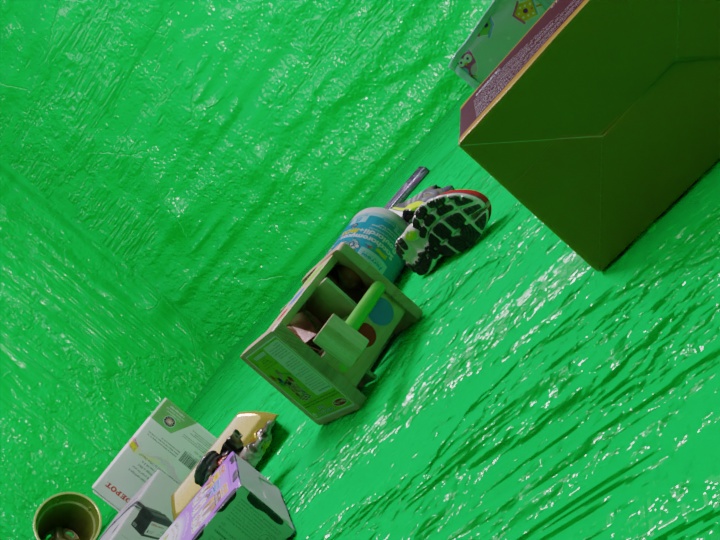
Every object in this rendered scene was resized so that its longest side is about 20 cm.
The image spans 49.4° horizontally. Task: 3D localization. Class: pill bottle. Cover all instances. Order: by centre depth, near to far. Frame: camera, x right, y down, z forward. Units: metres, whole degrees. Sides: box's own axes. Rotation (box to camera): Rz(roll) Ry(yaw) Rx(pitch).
[{"bbox_3d":[0.000,0.000,1.157,0.111,0.111,0.200,-43,9,42],"label":"pill bottle"}]

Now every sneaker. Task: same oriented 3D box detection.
[{"bbox_3d":[0.107,-0.064,0.976,0.085,0.077,0.200,-47,5,-26],"label":"sneaker"},{"bbox_3d":[0.103,-0.091,1.233,0.081,0.074,0.200,-40,11,-8],"label":"sneaker"}]

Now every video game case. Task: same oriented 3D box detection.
[{"bbox_3d":[0.096,-0.183,1.981,0.200,0.019,0.143,-48,6,5],"label":"video game case"}]

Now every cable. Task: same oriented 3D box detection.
[{"bbox_3d":[-0.159,0.256,0.927,0.097,0.050,0.201,-34,-26,-44],"label":"cable"}]

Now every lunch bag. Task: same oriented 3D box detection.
[{"bbox_3d":[0.210,-0.240,0.842,0.200,0.170,0.122,-52,-1,-20],"label":"lunch bag"}]

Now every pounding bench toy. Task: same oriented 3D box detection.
[{"bbox_3d":[-0.014,0.056,0.861,0.156,0.124,0.200,-52,7,-30],"label":"pounding bench toy"}]

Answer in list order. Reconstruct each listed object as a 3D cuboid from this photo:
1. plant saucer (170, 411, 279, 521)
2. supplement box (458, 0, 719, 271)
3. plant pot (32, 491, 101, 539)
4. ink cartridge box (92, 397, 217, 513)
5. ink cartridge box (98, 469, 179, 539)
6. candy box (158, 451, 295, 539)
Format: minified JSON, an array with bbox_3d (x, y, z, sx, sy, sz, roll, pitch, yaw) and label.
[{"bbox_3d":[-0.200,0.273,1.110,0.200,0.048,0.200,-52,0,-15],"label":"plant saucer"},{"bbox_3d":[0.187,-0.139,0.584,0.197,0.133,0.200,-47,7,18],"label":"supplement box"},{"bbox_3d":[-0.929,0.829,2.451,0.185,0.200,0.201,-59,-1,40],"label":"plant pot"},{"bbox_3d":[-0.366,0.357,1.422,0.200,0.145,0.084,-52,7,-22],"label":"ink cartridge box"},{"bbox_3d":[-0.365,0.436,1.233,0.145,0.084,0.200,-47,7,27],"label":"ink cartridge box"},{"bbox_3d":[-0.160,0.287,0.753,0.200,0.071,0.168,-50,7,-9],"label":"candy box"}]
